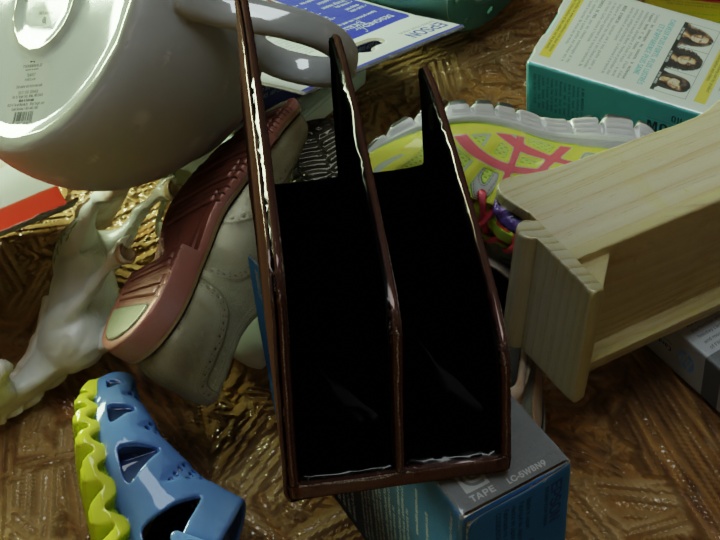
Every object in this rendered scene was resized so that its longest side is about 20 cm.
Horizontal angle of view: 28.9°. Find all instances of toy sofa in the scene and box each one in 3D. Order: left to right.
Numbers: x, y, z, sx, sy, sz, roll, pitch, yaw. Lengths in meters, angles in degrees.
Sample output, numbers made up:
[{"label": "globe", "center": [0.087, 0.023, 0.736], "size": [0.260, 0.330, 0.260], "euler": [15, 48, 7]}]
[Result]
[{"label": "toy sofa", "center": [0.169, -0.017, 0.780], "size": [0.198, 0.083, 0.098], "euler": [-21, 47, -24]}]

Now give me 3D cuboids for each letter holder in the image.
[{"label": "letter holder", "center": [0.001, -0.026, 0.625], "size": [0.099, 0.143, 0.201], "euler": [-7, 44, -4]}]

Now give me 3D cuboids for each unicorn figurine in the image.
[{"label": "unicorn figurine", "center": [-0.170, 0.017, 0.835], "size": [0.137, 0.074, 0.201], "euler": [-37, 19, 30]}]

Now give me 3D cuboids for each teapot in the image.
[{"label": "teapot", "center": [-0.120, -0.129, 0.795], "size": [0.197, 0.145, 0.201], "euler": [-46, 51, 23]}]

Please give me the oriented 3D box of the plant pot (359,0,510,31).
[{"label": "plant pot", "center": [0.048, -0.273, 1.041], "size": [0.161, 0.202, 0.200], "euler": [40, 59, 22]}]

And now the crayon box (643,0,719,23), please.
[{"label": "crayon box", "center": [0.259, -0.155, 0.999], "size": [0.125, 0.051, 0.201], "euler": [9, 46, 14]}]

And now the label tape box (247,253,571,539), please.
[{"label": "label tape box", "center": [0.023, 0.086, 0.714], "size": [0.063, 0.145, 0.200], "euler": [-25, 48, -19]}]

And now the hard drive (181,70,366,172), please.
[{"label": "hard drive", "center": [-0.091, -0.119, 0.968], "size": [0.130, 0.027, 0.200], "euler": [13, 30, 17]}]

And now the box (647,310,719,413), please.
[{"label": "box", "center": [0.239, 0.006, 0.849], "size": [0.155, 0.041, 0.200], "euler": [-27, 50, -21]}]

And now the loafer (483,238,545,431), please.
[{"label": "loafer", "center": [0.076, 0.023, 0.830], "size": [0.071, 0.063, 0.201], "euler": [-6, 45, 0]}]

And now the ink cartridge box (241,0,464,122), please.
[{"label": "ink cartridge box", "center": [-0.062, -0.151, 0.959], "size": [0.199, 0.047, 0.197], "euler": [23, 32, 28]}]

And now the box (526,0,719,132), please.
[{"label": "box", "center": [0.213, -0.116, 0.899], "size": [0.198, 0.049, 0.083], "euler": [21, 59, 21]}]

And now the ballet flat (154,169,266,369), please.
[{"label": "ballet flat", "center": [-0.095, -0.011, 0.871], "size": [0.069, 0.070, 0.201], "euler": [-11, 40, -6]}]

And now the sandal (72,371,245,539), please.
[{"label": "sandal", "center": [-0.098, 0.136, 0.731], "size": [0.086, 0.080, 0.201], "euler": [-15, 54, -15]}]

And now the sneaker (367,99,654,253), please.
[{"label": "sneaker", "center": [0.091, -0.042, 0.820], "size": [0.197, 0.078, 0.091], "euler": [-1, 63, -10]}]

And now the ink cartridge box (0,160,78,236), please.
[{"label": "ink cartridge box", "center": [-0.261, -0.029, 0.842], "size": [0.161, 0.051, 0.200], "euler": [-25, 7, -16]}]

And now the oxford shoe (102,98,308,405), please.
[{"label": "oxford shoe", "center": [-0.072, -0.013, 0.793], "size": [0.070, 0.074, 0.201], "euler": [-19, 36, 50]}]

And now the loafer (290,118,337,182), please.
[{"label": "loafer", "center": [0.000, 0.000, 0.860], "size": [0.075, 0.068, 0.202], "euler": [-14, 62, -2]}]
